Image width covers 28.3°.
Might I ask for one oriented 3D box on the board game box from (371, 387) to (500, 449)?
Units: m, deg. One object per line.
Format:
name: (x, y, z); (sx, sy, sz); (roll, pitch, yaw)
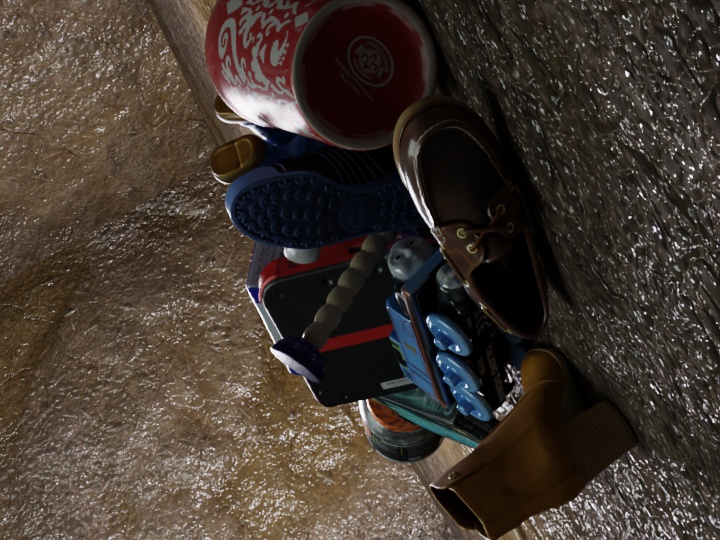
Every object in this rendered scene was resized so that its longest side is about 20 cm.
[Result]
board game box: (0.084, 0.147, 1.434); (0.135, 0.028, 0.199); (32, 170, -32)

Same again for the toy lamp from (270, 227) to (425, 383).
toy lamp: (0.000, 0.000, 1.217); (0.058, 0.201, 0.058); (32, 168, 8)

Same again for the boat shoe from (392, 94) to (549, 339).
boat shoe: (0.084, -0.032, 0.960); (0.200, 0.070, 0.071); (55, -173, -44)

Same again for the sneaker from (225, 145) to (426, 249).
sneaker: (-0.024, -0.067, 1.154); (0.078, 0.198, 0.071); (48, 134, 49)

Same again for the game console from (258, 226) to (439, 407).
game console: (0.019, 0.044, 1.326); (0.031, 0.198, 0.178); (-81, -29, -48)

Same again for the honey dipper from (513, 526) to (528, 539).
honey dipper: (0.213, 0.354, 1.866); (0.201, 0.038, 0.038); (63, 174, 3)

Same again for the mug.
mug: (-0.008, -0.155, 1.059); (0.200, 0.176, 0.135); (-145, 66, -67)

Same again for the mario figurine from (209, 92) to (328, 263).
mario figurine: (-0.068, -0.086, 1.250); (0.106, 0.124, 0.200); (36, -176, 36)

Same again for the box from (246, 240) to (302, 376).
box: (-0.034, -0.009, 1.497); (0.200, 0.104, 0.185); (69, -154, -57)

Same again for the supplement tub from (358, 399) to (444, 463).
supplement tub: (0.060, 0.187, 1.941); (0.123, 0.122, 0.200); (59, 174, 16)

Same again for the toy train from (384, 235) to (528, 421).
toy train: (0.076, 0.046, 1.201); (0.114, 0.087, 0.201); (32, 159, 32)

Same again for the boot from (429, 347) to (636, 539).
boot: (0.114, 0.132, 1.108); (0.071, 0.143, 0.201); (62, 174, -16)
